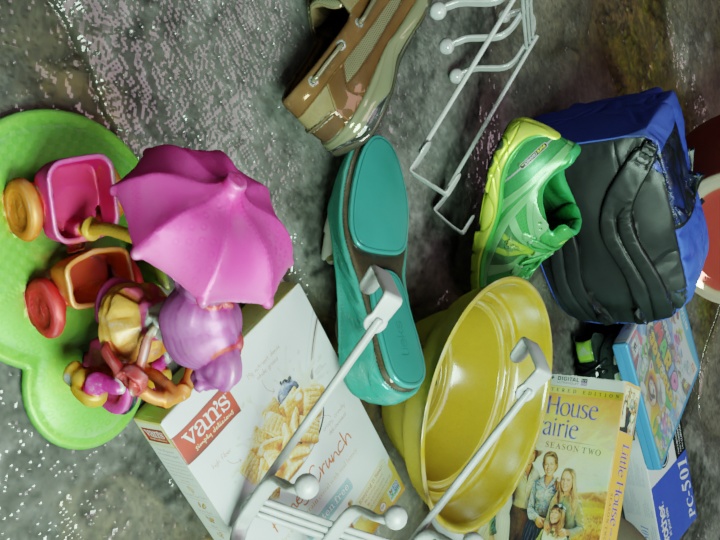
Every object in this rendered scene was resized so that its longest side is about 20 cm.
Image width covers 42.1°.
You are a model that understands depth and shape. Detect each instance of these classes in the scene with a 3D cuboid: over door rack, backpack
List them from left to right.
[{"bbox_3d":[0.025,0.119,0.595,0.146,0.067,0.202,25,98,-29],"label":"over door rack"},{"bbox_3d":[0.084,-0.146,0.744,0.148,0.066,0.203,35,75,-75],"label":"over door rack"},{"bbox_3d":[0.254,-0.060,0.895,0.168,0.161,0.203,-43,119,-40],"label":"backpack"}]

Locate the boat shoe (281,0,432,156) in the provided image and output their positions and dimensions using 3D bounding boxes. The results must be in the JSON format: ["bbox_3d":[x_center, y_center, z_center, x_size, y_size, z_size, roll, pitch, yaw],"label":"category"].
[{"bbox_3d":[-0.001,-0.184,0.687,0.073,0.075,0.203,30,63,-23],"label":"boat shoe"}]

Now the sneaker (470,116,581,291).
[{"bbox_3d":[0.143,-0.030,0.804,0.074,0.082,0.203,-50,151,-45],"label":"sneaker"}]

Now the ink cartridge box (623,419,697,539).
[{"bbox_3d":[0.331,0.212,1.065,0.093,0.044,0.204,-28,110,-42],"label":"ink cartridge box"}]

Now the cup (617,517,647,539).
[{"bbox_3d":[0.218,0.314,0.866,0.200,0.198,0.145,41,36,-38],"label":"cup"}]

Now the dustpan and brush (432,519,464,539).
[{"bbox_3d":[0.092,0.262,0.743,0.057,0.200,0.140,-41,140,0],"label":"dustpan and brush"}]

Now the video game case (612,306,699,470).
[{"bbox_3d":[0.318,0.093,0.993,0.200,0.018,0.145,-42,117,-50],"label":"video game case"}]

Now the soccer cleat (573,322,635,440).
[{"bbox_3d":[0.248,0.112,0.969,0.080,0.067,0.203,30,63,-33],"label":"soccer cleat"}]

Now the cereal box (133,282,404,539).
[{"bbox_3d":[-0.054,0.130,0.660,0.144,0.039,0.202,-47,123,-34],"label":"cereal box"}]

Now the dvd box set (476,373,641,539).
[{"bbox_3d":[0.158,0.190,0.811,0.029,0.145,0.204,24,75,-41],"label":"dvd box set"}]

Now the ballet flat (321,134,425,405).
[{"bbox_3d":[0.000,0.000,0.686,0.067,0.070,0.204,11,64,-41],"label":"ballet flat"}]

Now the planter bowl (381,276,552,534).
[{"bbox_3d":[0.073,0.098,0.752,0.199,0.082,0.204,-19,115,-48],"label":"planter bowl"}]

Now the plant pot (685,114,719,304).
[{"bbox_3d":[0.410,-0.058,1.003,0.177,0.197,0.204,-39,120,-58],"label":"plant pot"}]

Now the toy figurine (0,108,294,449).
[{"bbox_3d":[-0.113,0.010,0.492,0.149,0.182,0.204,-18,104,-44],"label":"toy figurine"}]
